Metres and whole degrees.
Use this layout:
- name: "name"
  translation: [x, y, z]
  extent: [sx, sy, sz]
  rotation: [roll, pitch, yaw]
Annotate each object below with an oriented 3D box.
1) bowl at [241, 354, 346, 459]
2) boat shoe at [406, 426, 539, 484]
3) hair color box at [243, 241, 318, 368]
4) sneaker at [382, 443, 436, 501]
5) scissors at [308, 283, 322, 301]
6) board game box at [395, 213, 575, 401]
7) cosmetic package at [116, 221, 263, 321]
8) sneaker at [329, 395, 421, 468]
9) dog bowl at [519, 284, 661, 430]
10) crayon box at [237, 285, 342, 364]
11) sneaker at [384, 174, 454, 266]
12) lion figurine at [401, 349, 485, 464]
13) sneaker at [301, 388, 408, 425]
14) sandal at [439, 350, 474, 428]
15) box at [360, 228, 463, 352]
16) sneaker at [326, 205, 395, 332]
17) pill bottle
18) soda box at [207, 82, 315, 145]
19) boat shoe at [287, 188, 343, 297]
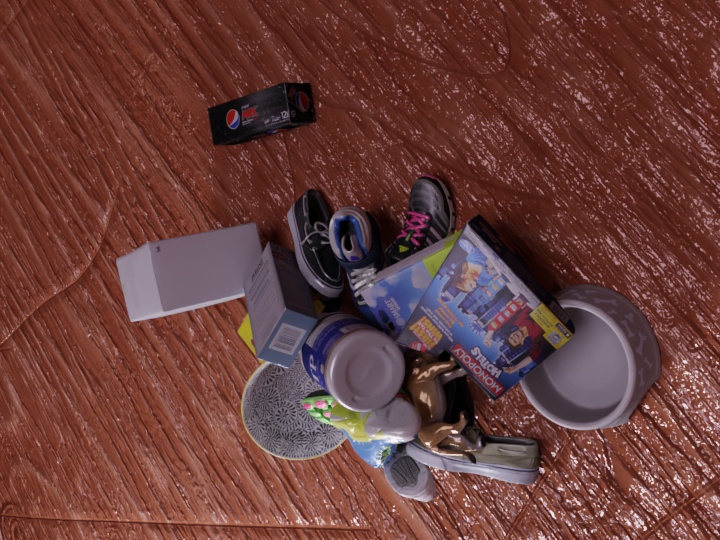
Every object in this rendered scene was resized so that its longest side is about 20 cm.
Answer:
- name: "bowl"
  translation: [-0.103, 0.209, 1.495]
  extent: [0.094, 0.200, 0.202]
  rotation: [-117, 33, -70]
- name: "boat shoe"
  translation: [0.167, 0.262, 1.302]
  extent: [0.199, 0.072, 0.062]
  rotation: [8, 98, 16]
- name: "hair color box"
  translation: [-0.129, 0.051, 1.393]
  extent: [0.099, 0.060, 0.200]
  rotation: [-58, 27, 22]
- name: "sneaker"
  translation: [0.058, 0.292, 1.410]
  extent: [0.078, 0.099, 0.200]
  rotation: [-32, 48, 3]
- name: "scissors"
  translation: [-0.116, 0.071, 1.495]
  extent: [0.073, 0.014, 0.200]
  rotation: [46, 124, 24]
- name: "board game box"
  translation: [0.154, 0.066, 1.201]
  extent: [0.200, 0.062, 0.200]
  rotation: [48, 118, 5]
- name: "cosmetic package"
  translation: [-0.293, 0.005, 1.542]
  extent: [0.200, 0.199, 0.124]
  rotation: [-17, 87, 60]
- name: "sneaker"
  translation: [0.039, 0.243, 1.309]
  extent: [0.200, 0.076, 0.105]
  rotation: [2, 127, 58]
- name: "dog bowl"
  translation: [0.297, 0.122, 1.189]
  extent: [0.199, 0.059, 0.201]
  rotation: [8, 102, 40]
- name: "crayon box"
  translation: [-0.127, 0.081, 1.545]
  extent: [0.127, 0.051, 0.200]
  rotation: [51, 125, 22]
- name: "sneaker"
  translation: [0.083, -0.043, 1.321]
  extent: [0.074, 0.087, 0.201]
  rotation: [20, 110, 36]
- name: "lion figurine"
  translation: [0.104, 0.193, 1.286]
  extent: [0.122, 0.072, 0.201]
  rotation: [-21, 60, 29]
- name: "sneaker"
  translation: [0.000, 0.189, 1.420]
  extent: [0.199, 0.084, 0.077]
  rotation: [-21, 122, 16]
- name: "sandal"
  translation: [0.127, 0.168, 1.350]
  extent: [0.076, 0.043, 0.201]
  rotation: [-4, 95, 40]
- name: "box"
  translation: [0.115, 0.027, 1.269]
  extent: [0.199, 0.048, 0.122]
  rotation: [-27, 105, 21]
- name: "sneaker"
  translation: [0.000, 0.000, 1.352]
  extent: [0.080, 0.146, 0.201]
  rotation: [-13, 86, 16]
- name: "pill bottle"
  translation: [-0.024, 0.127, 1.330]
  extent: [0.200, 0.119, 0.120]
  rotation: [-156, 64, -67]
- name: "soda box"
  translation: [-0.172, -0.267, 1.514]
  extent: [0.199, 0.063, 0.071]
  rotation: [-7, 92, 40]
- name: "boat shoe"
  translation: [-0.062, -0.049, 1.435]
  extent: [0.068, 0.073, 0.200]
  rotation: [-50, 40, 34]
